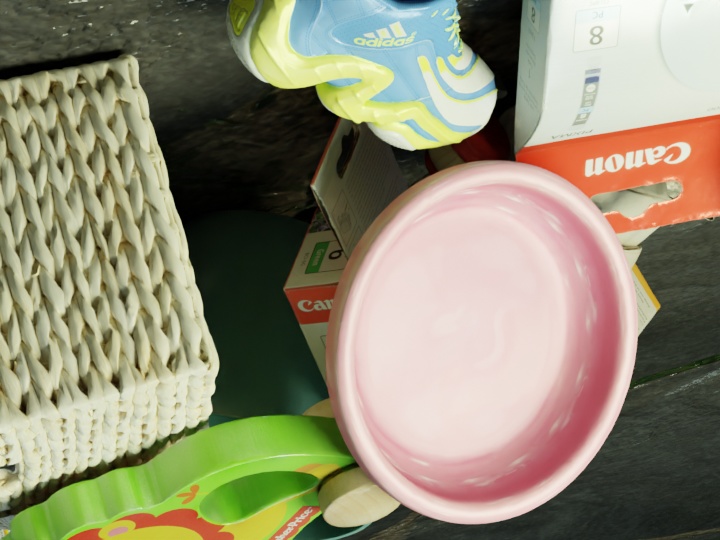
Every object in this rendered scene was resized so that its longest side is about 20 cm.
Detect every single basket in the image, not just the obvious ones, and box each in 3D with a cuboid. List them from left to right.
[{"bbox_3d":[-0.177,0.016,1.234,0.160,0.201,0.198,-13,162,-11],"label":"basket"}]

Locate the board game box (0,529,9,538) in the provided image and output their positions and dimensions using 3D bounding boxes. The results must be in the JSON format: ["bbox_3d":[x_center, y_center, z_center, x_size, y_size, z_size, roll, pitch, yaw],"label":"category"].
[{"bbox_3d":[-0.263,0.168,1.639,0.104,0.104,0.200,-13,-175,22],"label":"board game box"}]

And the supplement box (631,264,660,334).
[{"bbox_3d":[0.122,0.059,1.650,0.126,0.074,0.200,-27,-171,33],"label":"supplement box"}]

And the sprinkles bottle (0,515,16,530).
[{"bbox_3d":[-0.218,0.127,1.397,0.068,0.069,0.199,1,177,-40],"label":"sprinkles bottle"}]

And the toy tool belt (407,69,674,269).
[{"bbox_3d":[0.090,-0.042,1.393,0.199,0.126,0.123,5,145,-44],"label":"toy tool belt"}]

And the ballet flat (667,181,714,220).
[{"bbox_3d":[0.180,-0.049,1.552,0.198,0.047,0.067,-7,161,-14],"label":"ballet flat"}]

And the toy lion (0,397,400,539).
[{"bbox_3d":[-0.103,0.144,1.287,0.191,0.069,0.200,7,141,-39],"label":"toy lion"}]

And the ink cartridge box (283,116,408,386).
[{"bbox_3d":[0.000,0.000,1.332,0.050,0.109,0.201,-7,127,24],"label":"ink cartridge box"}]

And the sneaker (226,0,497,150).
[{"bbox_3d":[0.029,-0.121,1.184,0.105,0.076,0.199,-29,156,35],"label":"sneaker"}]

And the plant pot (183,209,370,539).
[{"bbox_3d":[-0.072,0.061,1.445,0.199,0.162,0.201,9,152,5],"label":"plant pot"}]

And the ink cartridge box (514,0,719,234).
[{"bbox_3d":[0.168,-0.092,1.272,0.159,0.047,0.201,-11,128,-14],"label":"ink cartridge box"}]

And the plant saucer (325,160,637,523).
[{"bbox_3d":[0.062,0.038,1.266,0.199,0.202,0.051,-4,-171,-30],"label":"plant saucer"}]
